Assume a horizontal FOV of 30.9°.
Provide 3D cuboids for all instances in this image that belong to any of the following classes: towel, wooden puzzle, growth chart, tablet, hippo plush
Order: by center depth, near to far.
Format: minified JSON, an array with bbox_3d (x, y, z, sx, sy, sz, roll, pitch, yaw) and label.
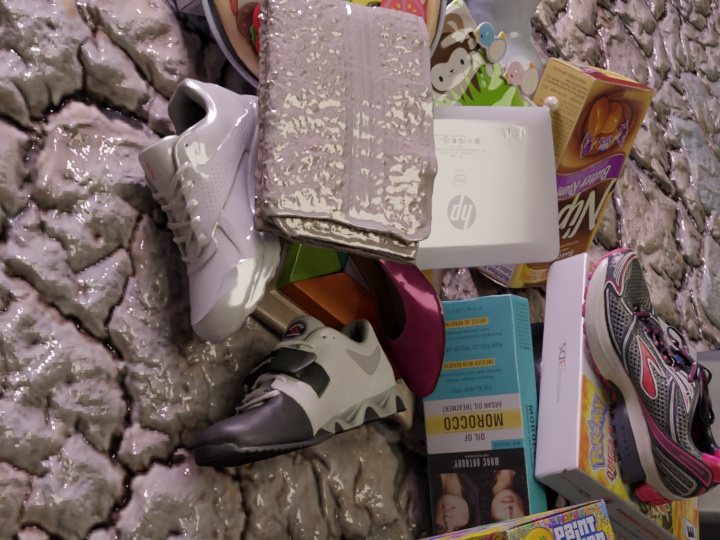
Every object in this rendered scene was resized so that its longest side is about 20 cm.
[{"bbox_3d":[-0.011,-0.106,0.910,0.132,0.034,0.201,10,66,-27],"label":"towel"},{"bbox_3d":[0.000,0.000,1.024,0.200,0.037,0.185,42,44,-30],"label":"wooden puzzle"},{"bbox_3d":[0.076,-0.067,1.041,0.199,0.014,0.131,-3,89,-29],"label":"tablet"},{"bbox_3d":[0.069,-0.146,1.055,0.200,0.018,0.145,37,79,-29],"label":"growth chart"},{"bbox_3d":[0.125,-0.212,1.183,0.159,0.199,0.161,-14,103,-69],"label":"hippo plush"}]

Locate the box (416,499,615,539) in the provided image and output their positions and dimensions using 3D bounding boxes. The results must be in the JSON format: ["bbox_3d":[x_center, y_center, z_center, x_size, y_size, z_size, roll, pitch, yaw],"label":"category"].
[{"bbox_3d":[0.073,0.269,0.851,0.122,0.200,0.193,-1,73,-50],"label":"box"}]

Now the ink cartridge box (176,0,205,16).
[{"bbox_3d":[-0.082,-0.292,1.060,0.200,0.047,0.198,3,70,-51],"label":"ink cartridge box"}]

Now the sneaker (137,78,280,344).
[{"bbox_3d":[-0.111,-0.045,0.893,0.099,0.078,0.200,22,51,-32],"label":"sneaker"}]

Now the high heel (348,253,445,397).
[{"bbox_3d":[0.000,0.005,0.956,0.096,0.067,0.201,-16,95,-27],"label":"high heel"}]

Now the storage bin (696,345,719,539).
[{"bbox_3d":[0.313,0.171,1.262,0.134,0.146,0.201,5,67,-20],"label":"storage bin"}]

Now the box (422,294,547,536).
[{"bbox_3d":[0.094,0.123,1.013,0.049,0.082,0.201,14,70,-66],"label":"box"}]

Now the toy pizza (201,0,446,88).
[{"bbox_3d":[-0.022,-0.217,0.974,0.200,0.032,0.201,1,87,-21],"label":"toy pizza"}]

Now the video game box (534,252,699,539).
[{"bbox_3d":[0.217,0.114,1.075,0.182,0.047,0.200,34,49,-34],"label":"video game box"}]

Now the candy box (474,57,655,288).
[{"bbox_3d":[0.182,-0.084,1.177,0.117,0.056,0.200,-2,119,-51],"label":"candy box"}]

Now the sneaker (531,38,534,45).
[{"bbox_3d":[0.135,-0.226,1.286,0.080,0.070,0.201,37,36,-70],"label":"sneaker"}]

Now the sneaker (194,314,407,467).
[{"bbox_3d":[-0.049,0.079,0.894,0.200,0.074,0.089,-14,88,-56],"label":"sneaker"}]

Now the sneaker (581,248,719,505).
[{"bbox_3d":[0.233,0.078,1.015,0.081,0.075,0.201,-4,75,-51],"label":"sneaker"}]

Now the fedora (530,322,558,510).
[{"bbox_3d":[0.151,0.114,1.106,0.200,0.091,0.201,26,55,-42],"label":"fedora"}]
